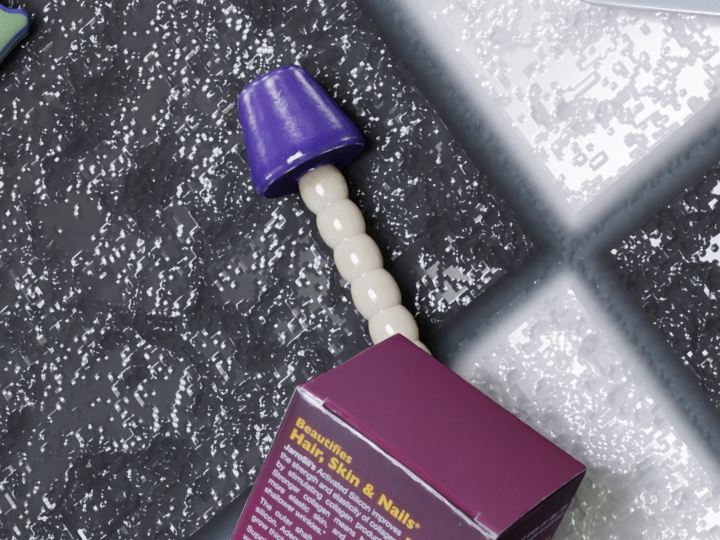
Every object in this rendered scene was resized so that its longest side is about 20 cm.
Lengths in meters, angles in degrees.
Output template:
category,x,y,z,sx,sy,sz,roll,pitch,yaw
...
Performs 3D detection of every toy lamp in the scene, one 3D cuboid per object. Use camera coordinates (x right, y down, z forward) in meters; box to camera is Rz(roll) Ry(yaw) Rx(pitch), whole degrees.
category,x,y,z,sx,sy,sz,roll,pitch,yaw
toy lamp,0.000,0.000,1.378,0.058,0.058,0.201,-29,77,18

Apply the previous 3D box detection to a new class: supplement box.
category,x,y,z,sx,sy,sz,roll,pitch,yaw
supplement box,0.001,0.144,1.322,0.110,0.086,0.200,36,122,19

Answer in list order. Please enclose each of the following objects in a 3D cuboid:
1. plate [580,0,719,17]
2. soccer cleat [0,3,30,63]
category,x,y,z,sx,sy,sz,roll,pitch,yaw
plate,0.200,-0.204,1.319,0.199,0.032,0.200,10,92,22
soccer cleat,-0.235,-0.171,1.487,0.084,0.065,0.200,-31,70,-13
